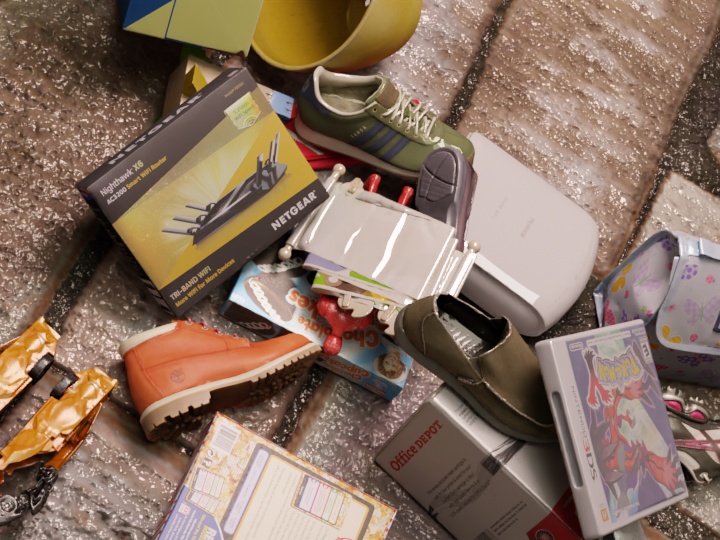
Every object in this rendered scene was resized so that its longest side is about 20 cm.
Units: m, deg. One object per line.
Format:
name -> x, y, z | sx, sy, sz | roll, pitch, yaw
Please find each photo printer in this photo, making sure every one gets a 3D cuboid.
photo printer -> 0.158, -0.034, 1.818 | 0.199, 0.070, 0.167 | 37, 55, -1

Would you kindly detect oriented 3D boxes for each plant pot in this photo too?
plant pot -> -0.013, -0.300, 1.839 | 0.141, 0.199, 0.201 | 14, 52, -50

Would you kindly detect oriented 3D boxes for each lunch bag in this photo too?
lunch bag -> 0.364, 0.039, 1.788 | 0.168, 0.200, 0.128 | 11, 58, -19

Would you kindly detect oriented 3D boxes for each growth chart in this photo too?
growth chart -> 0.017, -0.015, 1.663 | 0.199, 0.018, 0.145 | 28, 65, 21

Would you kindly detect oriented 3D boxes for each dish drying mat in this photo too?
dish drying mat -> -0.012, -0.150, 1.840 | 0.198, 0.018, 0.077 | -7, 65, -27

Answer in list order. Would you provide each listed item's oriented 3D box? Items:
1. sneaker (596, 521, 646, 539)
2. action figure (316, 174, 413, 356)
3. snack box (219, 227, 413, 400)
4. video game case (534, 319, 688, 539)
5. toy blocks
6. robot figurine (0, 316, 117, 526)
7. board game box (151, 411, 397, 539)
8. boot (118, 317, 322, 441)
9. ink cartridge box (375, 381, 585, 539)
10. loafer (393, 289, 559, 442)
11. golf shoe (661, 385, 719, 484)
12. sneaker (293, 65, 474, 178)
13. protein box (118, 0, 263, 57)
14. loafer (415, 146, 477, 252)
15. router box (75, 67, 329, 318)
sneaker -> 0.251, 0.208, 1.685 | 0.079, 0.130, 0.200 | -13, 68, -28
action figure -> 0.000, 0.000, 1.697 | 0.065, 0.052, 0.201 | 23, 59, -4
snack box -> -0.032, 0.037, 1.714 | 0.199, 0.037, 0.117 | 27, 55, -8
video game case -> 0.241, 0.145, 1.587 | 0.199, 0.023, 0.184 | -7, 82, -56
toy blocks -> -0.139, -0.125, 1.734 | 0.136, 0.100, 0.202 | 21, 59, -24
robot figurine -> -0.317, 0.143, 1.516 | 0.145, 0.058, 0.200 | 40, 54, 2
board game box -> -0.082, 0.246, 1.568 | 0.199, 0.046, 0.152 | 30, 55, -6
boot -> -0.135, 0.082, 1.625 | 0.199, 0.075, 0.108 | -16, 65, -29
ink cartridge box -> 0.130, 0.198, 1.629 | 0.200, 0.144, 0.084 | 43, 52, 3
loafer -> 0.125, 0.088, 1.557 | 0.199, 0.070, 0.075 | 32, 51, -5
golf shoe -> 0.380, 0.194, 1.798 | 0.198, 0.077, 0.089 | 20, 76, -10
sneaker -> 0.027, -0.160, 1.768 | 0.198, 0.090, 0.067 | 15, 50, 5
protein box -> -0.166, -0.361, 1.737 | 0.134, 0.200, 0.200 | 11, 27, -18
loafer -> 0.084, -0.023, 1.717 | 0.063, 0.071, 0.202 | 24, 75, -50
router box -> -0.152, -0.078, 1.641 | 0.200, 0.052, 0.158 | -40, 109, -15
